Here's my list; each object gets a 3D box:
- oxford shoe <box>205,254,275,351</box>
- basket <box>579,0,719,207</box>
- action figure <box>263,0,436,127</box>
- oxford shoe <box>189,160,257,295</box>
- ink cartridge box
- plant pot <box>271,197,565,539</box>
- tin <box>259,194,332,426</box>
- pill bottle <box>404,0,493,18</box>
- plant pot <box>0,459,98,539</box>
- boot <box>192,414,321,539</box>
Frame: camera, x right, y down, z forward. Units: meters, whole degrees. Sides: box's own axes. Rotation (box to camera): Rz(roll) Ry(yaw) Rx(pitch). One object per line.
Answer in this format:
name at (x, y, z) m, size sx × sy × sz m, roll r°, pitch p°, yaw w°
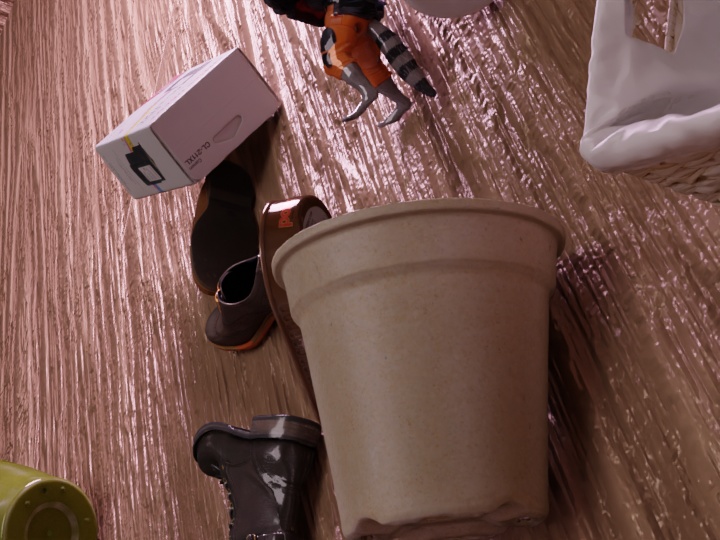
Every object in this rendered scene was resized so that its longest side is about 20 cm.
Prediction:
oxford shoe at (-0.115, 0.024, 1.281) m, size 0.200 × 0.072 × 0.072 m, roll -36°, pitch 44°, yaw 51°
basket at (0.233, -0.137, 0.616) m, size 0.199 × 0.159 × 0.201 m, roll -16°, pitch 60°, yaw 60°
action figure at (0.004, -0.228, 1.142) m, size 0.104 × 0.199 × 0.196 m, roll -19°, pitch 88°, yaw 31°
oxford shoe at (-0.153, -0.032, 1.400) m, size 0.201 × 0.070 × 0.072 m, roll -88°, pitch 24°, yaw -52°
ink cartridge box at (-0.199, -0.165, 1.482) m, size 0.146 × 0.083 × 0.199 m, roll -46°, pitch 18°, yaw -23°
plant pot at (0.047, 0.076, 0.843) m, size 0.200 × 0.198 × 0.186 m, roll -31°, pitch 60°, yaw 52°
tin at (-0.027, 0.036, 1.005) m, size 0.041 × 0.202 × 0.113 m, roll -9°, pitch 32°, yaw 19°
pill bottle at (0.057, -0.311, 1.108) m, size 0.115 × 0.113 × 0.201 m, roll -56°, pitch 30°, yaw 28°
plant pot at (-0.423, 0.324, 1.590) m, size 0.191 × 0.199 × 0.203 m, roll -13°, pitch 62°, yaw 46°
boot at (-0.105, 0.224, 1.147) m, size 0.199 × 0.069 × 0.177 m, roll -23°, pitch 54°, yaw 54°
